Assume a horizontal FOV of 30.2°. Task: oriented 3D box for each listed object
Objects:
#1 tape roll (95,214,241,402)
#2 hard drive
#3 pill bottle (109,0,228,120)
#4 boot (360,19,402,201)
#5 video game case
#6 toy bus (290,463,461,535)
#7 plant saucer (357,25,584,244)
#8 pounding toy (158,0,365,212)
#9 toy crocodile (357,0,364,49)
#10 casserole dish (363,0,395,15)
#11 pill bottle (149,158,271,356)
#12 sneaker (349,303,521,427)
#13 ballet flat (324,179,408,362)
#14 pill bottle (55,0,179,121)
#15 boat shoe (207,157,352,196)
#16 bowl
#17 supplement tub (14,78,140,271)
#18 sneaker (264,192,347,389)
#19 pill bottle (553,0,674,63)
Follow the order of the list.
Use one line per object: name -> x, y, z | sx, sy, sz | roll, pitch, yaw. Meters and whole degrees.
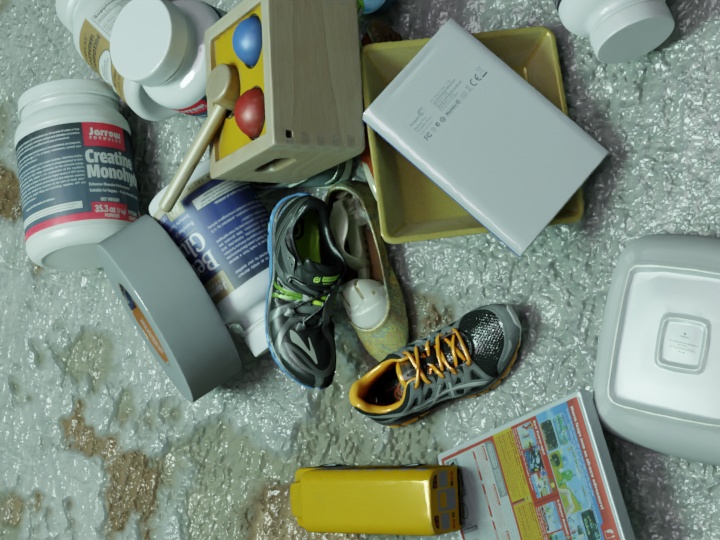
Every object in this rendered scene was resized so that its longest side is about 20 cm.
tape roll -> -0.209, 0.042, 1.455 | 0.066, 0.201, 0.201 | -31, 60, -14
hard drive -> 0.118, -0.128, 1.269 | 0.200, 0.025, 0.132 | 41, 78, 7
pill bottle -> -0.175, -0.229, 1.465 | 0.118, 0.199, 0.121 | -5, 81, 34
boot -> 0.028, -0.161, 1.397 | 0.107, 0.075, 0.202 | -32, 68, 32
video game case -> 0.159, 0.212, 1.254 | 0.199, 0.017, 0.145 | -33, 65, 44
toy bus -> 0.008, 0.230, 1.344 | 0.198, 0.078, 0.066 | -6, 85, 35
plant saucer -> 0.104, -0.128, 1.306 | 0.197, 0.048, 0.203 | -7, 78, -4
pounding toy -> -0.105, -0.164, 1.336 | 0.199, 0.141, 0.187 | -17, 74, 59
toy crocodile -> -0.042, -0.227, 1.425 | 0.201, 0.061, 0.068 | 120, 149, -49
casserole dish -> 0.018, -0.365, 1.450 | 0.120, 0.039, 0.202 | 26, 98, 34
pill bottle -> -0.132, -0.013, 1.440 | 0.111, 0.111, 0.201 | -35, 86, 25
sneaker -> 0.074, 0.097, 1.325 | 0.199, 0.077, 0.079 | -37, 63, 24
ballet flat -> 0.000, 0.000, 1.395 | 0.070, 0.070, 0.203 | -20, 73, 31
pill bottle -> -0.277, -0.278, 1.595 | 0.200, 0.114, 0.115 | 44, 108, 31
boat shoe -> -0.104, -0.121, 1.485 | 0.198, 0.061, 0.074 | 3, 87, 36
bowl -> 0.295, 0.067, 1.178 | 0.198, 0.074, 0.203 | 10, 89, 37
supplement tub -> -0.339, -0.112, 1.599 | 0.139, 0.140, 0.203 | -18, 74, 31
sneaker -> -0.055, 0.020, 1.360 | 0.082, 0.070, 0.203 | -10, 83, 62
pill bottle -> 0.222, -0.300, 1.254 | 0.112, 0.112, 0.202 | -28, 69, 28
